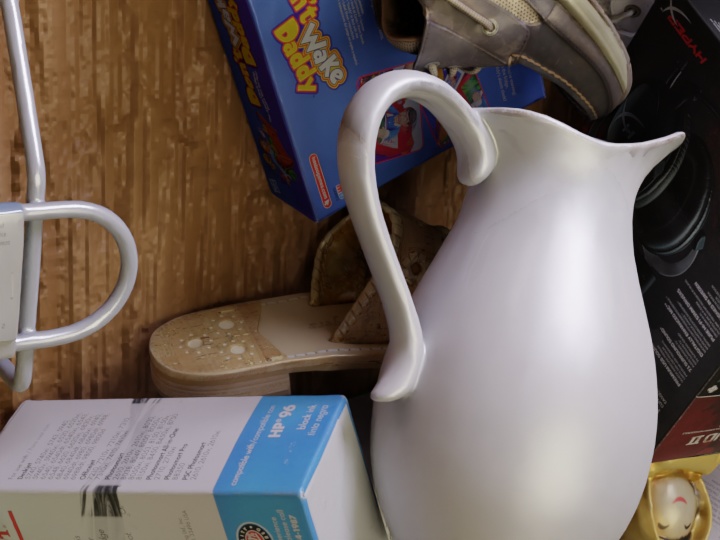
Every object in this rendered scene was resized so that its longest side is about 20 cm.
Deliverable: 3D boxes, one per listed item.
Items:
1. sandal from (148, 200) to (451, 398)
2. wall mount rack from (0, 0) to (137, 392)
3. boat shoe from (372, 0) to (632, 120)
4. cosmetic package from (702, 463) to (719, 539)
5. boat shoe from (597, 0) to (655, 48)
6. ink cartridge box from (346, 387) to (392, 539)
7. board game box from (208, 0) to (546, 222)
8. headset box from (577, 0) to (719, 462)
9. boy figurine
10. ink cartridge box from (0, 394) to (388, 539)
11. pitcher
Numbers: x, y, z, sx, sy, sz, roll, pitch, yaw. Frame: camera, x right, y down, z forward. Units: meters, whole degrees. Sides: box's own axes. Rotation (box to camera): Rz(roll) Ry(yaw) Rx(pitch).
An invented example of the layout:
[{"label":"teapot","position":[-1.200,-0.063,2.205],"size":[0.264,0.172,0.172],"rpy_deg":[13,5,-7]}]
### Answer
[{"label":"sandal","position":[0.003,0.003,0.722],"size":[0.211,0.078,0.070],"rpy_deg":[-15,126,-22]},{"label":"wall mount rack","position":[-0.188,-0.030,0.593],"size":[0.199,0.075,0.174],"rpy_deg":[-6,117,-31]},{"label":"boat shoe","position":[0.036,-0.121,0.646],"size":[0.073,0.075,0.200],"rpy_deg":[-46,123,8]},{"label":"cosmetic package","position":[0.213,0.206,0.943],"size":[0.200,0.085,0.108],"rpy_deg":[-43,126,-9]},{"label":"boat shoe","position":[0.139,-0.133,0.756],"size":[0.200,0.071,0.070],"rpy_deg":[18,98,-38]},{"label":"ink cartridge box","position":[0.018,0.166,0.799],"size":[0.146,0.084,0.201],"rpy_deg":[-17,118,-26]},{"label":"board game box","position":[-0.001,-0.140,0.679],"size":[0.134,0.045,0.200],"rpy_deg":[-29,123,-20]},{"label":"headset box","position":[0.163,-0.016,0.740],"size":[0.077,0.149,0.200],"rpy_deg":[-3,140,-32]},{"label":"boy figurine","position":[0.185,0.075,0.883],"size":[0.124,0.064,0.201],"rpy_deg":[9,102,-38]},{"label":"ink cartridge box","position":[-0.094,0.119,0.679],"size":[0.068,0.199,0.116],"rpy_deg":[-63,145,-53]},{"label":"pitcher","position":[0.051,0.025,0.652],"size":[0.171,0.121,0.201],"rpy_deg":[12,86,-32]}]
